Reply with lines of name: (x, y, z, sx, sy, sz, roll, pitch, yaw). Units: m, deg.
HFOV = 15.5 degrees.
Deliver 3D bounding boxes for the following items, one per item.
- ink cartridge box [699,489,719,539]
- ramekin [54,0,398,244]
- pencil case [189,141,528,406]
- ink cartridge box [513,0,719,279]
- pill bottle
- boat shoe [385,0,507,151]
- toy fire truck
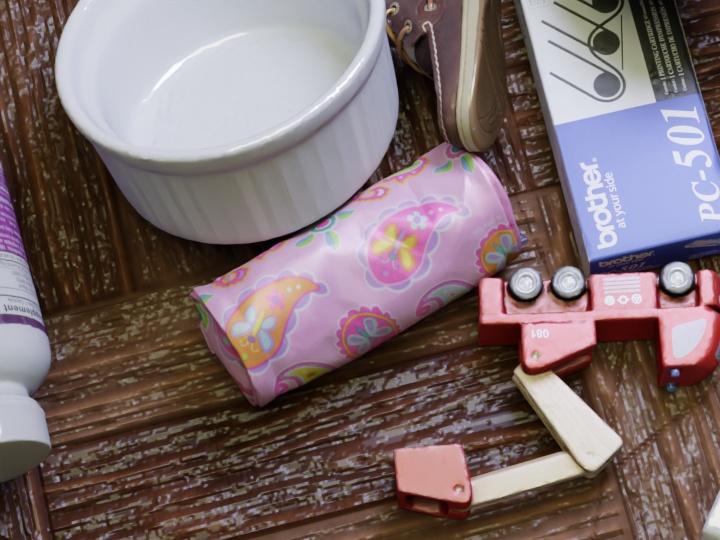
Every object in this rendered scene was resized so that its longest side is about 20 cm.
ink cartridge box: (0.290, 0.168, 1.470, 0.199, 0.146, 0.084, 24, 73, 10)
ramekin: (-0.073, -0.110, 1.577, 0.200, 0.098, 0.201, -9, 49, 11)
pencil case: (0.000, 0.000, 1.577, 0.200, 0.087, 0.088, -32, 73, -9)
ink cartridge box: (0.160, -0.099, 1.618, 0.094, 0.044, 0.201, -13, 70, -1)
pill bottle: (-0.246, 0.024, 1.563, 0.112, 0.112, 0.201, -16, 71, -3)
boat shoe: (0.047, -0.146, 1.612, 0.072, 0.072, 0.201, -10, 50, 11)
toy fire truck: (0.118, 0.071, 1.562, 0.199, 0.049, 0.142, -2, 72, 1)
